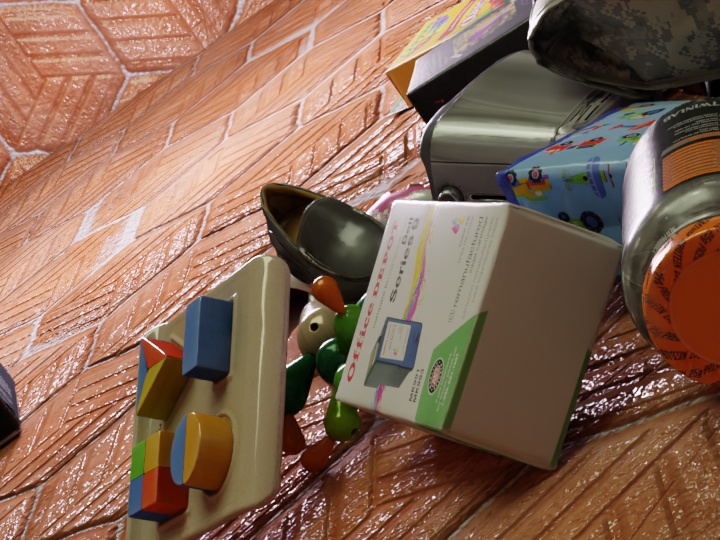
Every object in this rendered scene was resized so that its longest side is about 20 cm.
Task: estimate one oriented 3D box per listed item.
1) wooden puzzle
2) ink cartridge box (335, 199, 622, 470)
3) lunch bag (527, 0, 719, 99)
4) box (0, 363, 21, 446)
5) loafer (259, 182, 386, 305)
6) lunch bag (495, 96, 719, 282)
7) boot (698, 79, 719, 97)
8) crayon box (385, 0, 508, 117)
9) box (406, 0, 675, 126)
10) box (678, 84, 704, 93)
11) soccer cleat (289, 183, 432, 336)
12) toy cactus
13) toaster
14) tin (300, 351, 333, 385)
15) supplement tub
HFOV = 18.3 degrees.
[{"bbox_3d":[-0.121,0.099,1.607,0.200,0.046,0.186,-29,53,53],"label":"wooden puzzle"},{"bbox_3d":[0.070,0.035,1.418,0.200,0.087,0.146,-171,99,-72],"label":"ink cartridge box"},{"bbox_3d":[0.221,-0.213,1.629,0.199,0.118,0.164,-11,34,19],"label":"lunch bag"},{"bbox_3d":[-0.465,0.155,2.314,0.200,0.124,0.197,-37,12,-3],"label":"box"},{"bbox_3d":[-0.024,-0.023,1.776,0.073,0.072,0.200,-46,28,-17],"label":"loafer"},{"bbox_3d":[0.213,-0.078,1.518,0.150,0.094,0.200,-3,28,40],"label":"lunch bag"},{"bbox_3d":[0.326,-0.190,1.697,0.144,0.073,0.200,-27,21,37],"label":"boot"},{"bbox_3d":[0.110,-0.247,2.399,0.199,0.051,0.127,-26,18,36],"label":"crayon box"},{"bbox_3d":[0.155,-0.168,1.903,0.199,0.122,0.106,-32,16,18],"label":"box"},{"bbox_3d":[0.321,-0.240,1.802,0.200,0.100,0.075,-39,15,-6],"label":"box"},{"bbox_3d":[0.000,0.000,1.873,0.199,0.070,0.087,-27,36,32],"label":"soccer cleat"},{"bbox_3d":[-0.028,0.057,1.630,0.200,0.102,0.165,-52,16,8],"label":"toy cactus"},{"bbox_3d":[0.144,-0.092,1.665,0.129,0.114,0.200,8,32,33],"label":"toaster"},{"bbox_3d":[0.039,0.029,1.722,0.199,0.042,0.112,-25,14,36],"label":"tin"},{"bbox_3d":[0.212,-0.016,1.299,0.122,0.123,0.200,-31,16,18],"label":"supplement tub"}]
